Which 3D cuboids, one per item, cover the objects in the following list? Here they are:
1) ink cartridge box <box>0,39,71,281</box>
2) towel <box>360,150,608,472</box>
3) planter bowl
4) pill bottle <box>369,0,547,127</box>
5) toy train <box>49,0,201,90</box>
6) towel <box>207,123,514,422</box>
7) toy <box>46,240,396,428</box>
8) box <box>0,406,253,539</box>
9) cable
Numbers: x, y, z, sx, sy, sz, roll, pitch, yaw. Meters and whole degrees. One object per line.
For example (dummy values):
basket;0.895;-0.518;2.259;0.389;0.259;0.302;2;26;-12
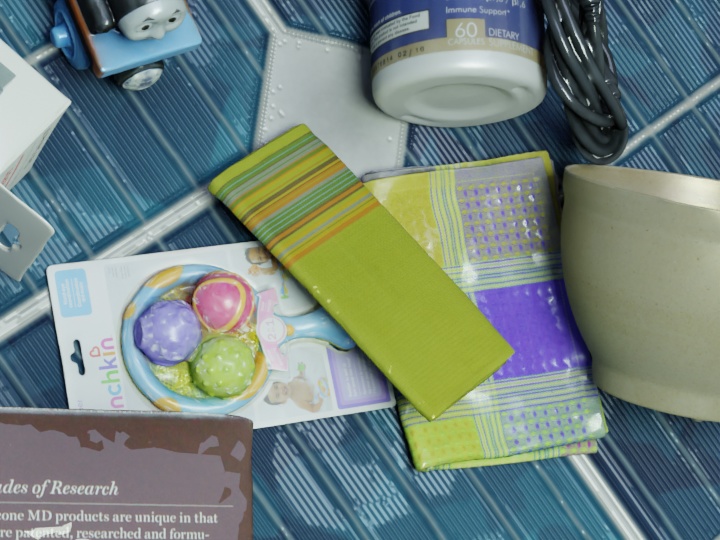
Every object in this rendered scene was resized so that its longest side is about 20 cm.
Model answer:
ink cartridge box;-0.238;-0.094;1.051;0.200;0.117;0.067;43;64;-6
towel;0.078;0.023;1.190;0.144;0.023;0.200;-4;78;-22
planter bowl;0.214;0.017;1.165;0.200;0.200;0.135;6;101;-19
pill bottle;0.060;-0.202;1.192;0.111;0.111;0.200;3;75;-20
toy train;-0.159;-0.208;1.111;0.087;0.114;0.200;-20;83;-23
towel;0.000;0.000;1.136;0.200;0.018;0.086;47;53;11
toy;-0.077;0.036;1.115;0.200;0.047;0.115;-6;77;-22
box;-0.154;0.184;0.983;0.164;0.166;0.200;3;75;-19
cable;0.139;-0.165;1.197;0.051;0.163;0.200;-7;89;6
